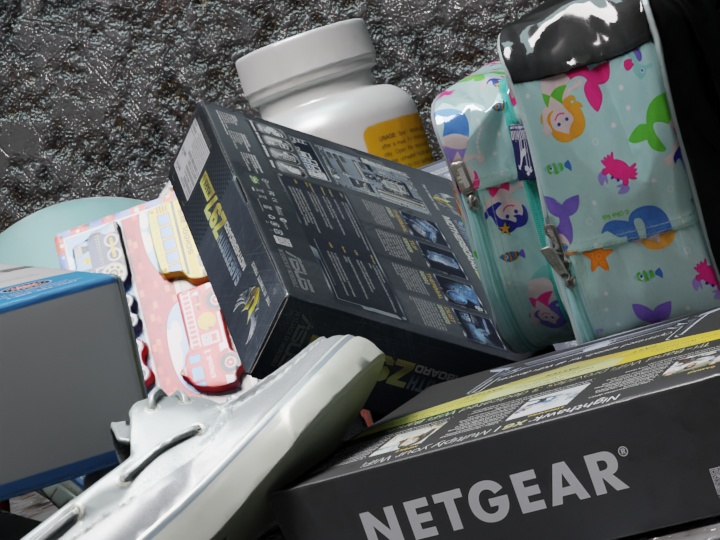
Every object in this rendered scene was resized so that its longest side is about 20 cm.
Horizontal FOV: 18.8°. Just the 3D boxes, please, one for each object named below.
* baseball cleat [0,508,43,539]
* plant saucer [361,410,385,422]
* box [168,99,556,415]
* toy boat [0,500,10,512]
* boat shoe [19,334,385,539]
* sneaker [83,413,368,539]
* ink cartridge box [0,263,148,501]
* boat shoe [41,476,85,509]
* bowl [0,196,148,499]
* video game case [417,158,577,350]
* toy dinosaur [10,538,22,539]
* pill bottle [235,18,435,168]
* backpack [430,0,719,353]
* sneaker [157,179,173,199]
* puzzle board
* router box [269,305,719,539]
[{"bbox_3d":[-0.232,0.119,1.098,0.199,0.107,0.070,-4,-2,12],"label":"baseball cleat"},{"bbox_3d":[0.020,0.075,1.292,0.199,0.035,0.200,-21,4,1],"label":"plant saucer"},{"bbox_3d":[0.000,0.000,1.075,0.157,0.051,0.200,16,25,-26],"label":"box"},{"bbox_3d":[-0.267,0.121,1.239,0.199,0.131,0.131,-14,26,47],"label":"toy boat"},{"bbox_3d":[-0.075,0.083,0.873,0.201,0.071,0.070,-43,-17,-23],"label":"boat shoe"},{"bbox_3d":[-0.052,0.097,1.005,0.113,0.076,0.200,-18,4,12],"label":"sneaker"},{"bbox_3d":[-0.199,0.054,0.992,0.144,0.084,0.200,-17,9,-25],"label":"ink cartridge box"},{"bbox_3d":[-0.151,0.088,1.174,0.072,0.072,0.200,-50,44,-8],"label":"boat shoe"},{"bbox_3d":[-0.153,0.067,1.323,0.200,0.202,0.105,-20,23,-3],"label":"bowl"},{"bbox_3d":[0.062,0.009,1.188,0.142,0.019,0.200,-22,43,-33],"label":"video game case"},{"bbox_3d":[-0.222,0.154,1.013,0.199,0.103,0.077,-11,8,4],"label":"toy dinosaur"},{"bbox_3d":[-0.006,-0.044,1.318,0.112,0.201,0.113,-19,1,0],"label":"pill bottle"},{"bbox_3d":[0.128,-0.033,1.008,0.150,0.201,0.178,-22,8,21],"label":"backpack"},{"bbox_3d":[-0.112,0.029,1.481,0.071,0.201,0.080,3,-15,6],"label":"sneaker"},{"bbox_3d":[-0.084,0.039,1.220,0.150,0.201,0.017,-20,-28,5],"label":"puzzle board"},{"bbox_3d":[0.086,0.067,0.874,0.199,0.053,0.157,-18,5,30],"label":"router box"}]
